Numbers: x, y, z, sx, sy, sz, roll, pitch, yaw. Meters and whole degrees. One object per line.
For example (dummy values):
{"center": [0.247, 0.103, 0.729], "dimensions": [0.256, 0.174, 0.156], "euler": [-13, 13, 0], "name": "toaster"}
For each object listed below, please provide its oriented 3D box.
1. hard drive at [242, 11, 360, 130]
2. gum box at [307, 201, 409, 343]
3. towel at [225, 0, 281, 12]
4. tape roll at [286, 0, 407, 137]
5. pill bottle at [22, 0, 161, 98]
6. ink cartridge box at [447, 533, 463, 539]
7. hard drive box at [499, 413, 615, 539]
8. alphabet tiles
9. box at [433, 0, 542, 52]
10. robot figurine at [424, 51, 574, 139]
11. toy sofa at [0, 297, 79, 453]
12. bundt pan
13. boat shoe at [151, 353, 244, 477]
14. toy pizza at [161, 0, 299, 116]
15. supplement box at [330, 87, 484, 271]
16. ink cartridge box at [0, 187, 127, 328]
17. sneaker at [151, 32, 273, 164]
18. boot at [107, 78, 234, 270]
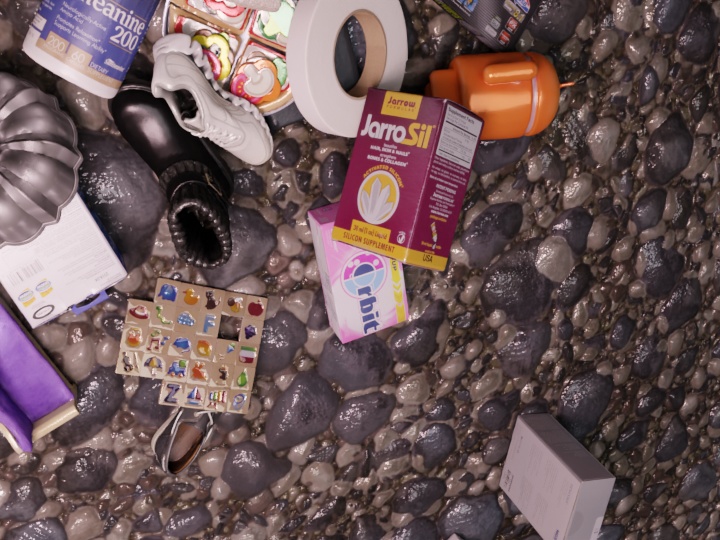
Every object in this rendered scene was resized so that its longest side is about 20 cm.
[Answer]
{"center": [-0.082, -0.298, 0.971], "dimensions": [0.137, 0.033, 0.204], "euler": [-22, 119, -13], "name": "hard drive"}
{"center": [0.000, 0.000, 1.115], "dimensions": [0.111, 0.066, 0.204], "euler": [-17, 117, -15], "name": "gum box"}
{"center": [-0.149, -0.392, 0.833], "dimensions": [0.130, 0.034, 0.205], "euler": [-3, 84, -41], "name": "towel"}
{"center": [-0.012, -0.272, 0.956], "dimensions": [0.201, 0.037, 0.208], "euler": [-23, 120, -45], "name": "tape roll"}
{"center": [-0.280, -0.306, 0.836], "dimensions": [0.110, 0.111, 0.203], "euler": [25, 99, -30], "name": "pill bottle"}
{"center": [0.215, 0.637, 1.436], "dimensions": [0.145, 0.147, 0.200], "euler": [-46, 121, 2], "name": "ink cartridge box"}
{"center": [0.343, 0.376, 1.348], "dimensions": [0.075, 0.200, 0.159], "euler": [1, 112, -23], "name": "hard drive box"}
{"center": [-0.235, 0.106, 1.061], "dimensions": [0.196, 0.008, 0.172], "euler": [12, 87, -27], "name": "alphabet tiles"}
{"center": [0.169, -0.416, 1.022], "dimensions": [0.198, 0.044, 0.162], "euler": [29, 99, -31], "name": "box"}
{"center": [0.190, -0.242, 1.055], "dimensions": [0.195, 0.118, 0.146], "euler": [-5, 131, -6], "name": "robot figurine"}
{"center": [-0.445, 0.126, 0.960], "dimensions": [0.082, 0.098, 0.203], "euler": [-30, 119, -7], "name": "toy sofa"}
{"center": [-0.411, -0.128, 0.821], "dimensions": [0.196, 0.076, 0.207], "euler": [1, 82, -5], "name": "bundt pan"}
{"center": [-0.229, 0.208, 1.108], "dimensions": [0.071, 0.068, 0.202], "euler": [35, 92, -29], "name": "boat shoe"}
{"center": [-0.141, -0.282, 0.917], "dimensions": [0.195, 0.032, 0.205], "euler": [-4, 117, -7], "name": "toy pizza"}
{"center": [0.060, -0.116, 0.973], "dimensions": [0.102, 0.129, 0.205], "euler": [10, 96, -52], "name": "supplement box"}
{"center": [-0.381, -0.027, 0.934], "dimensions": [0.135, 0.076, 0.203], "euler": [-29, 118, -9], "name": "ink cartridge box"}
{"center": [-0.180, -0.185, 0.913], "dimensions": [0.074, 0.083, 0.200], "euler": [-20, 138, 27], "name": "sneaker"}
{"center": [-0.224, -0.116, 0.906], "dimensions": [0.079, 0.160, 0.211], "euler": [-31, 125, 21], "name": "boot"}
